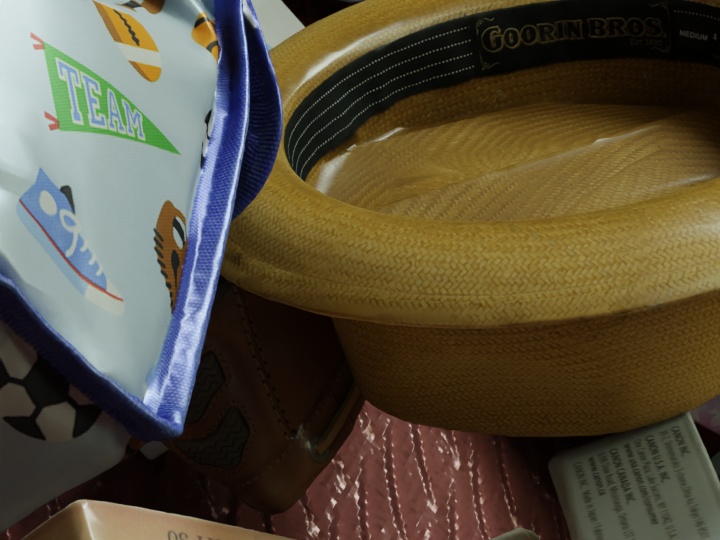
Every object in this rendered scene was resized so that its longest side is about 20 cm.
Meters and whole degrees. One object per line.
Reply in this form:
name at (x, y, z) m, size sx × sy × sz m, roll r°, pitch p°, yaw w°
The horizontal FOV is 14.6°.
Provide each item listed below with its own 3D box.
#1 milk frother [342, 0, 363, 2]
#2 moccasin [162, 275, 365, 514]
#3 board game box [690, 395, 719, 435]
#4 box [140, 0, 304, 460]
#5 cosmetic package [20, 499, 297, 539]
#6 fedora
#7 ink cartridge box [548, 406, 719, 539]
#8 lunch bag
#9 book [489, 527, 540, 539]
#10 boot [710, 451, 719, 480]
milk frother at (0.010, -0.175, 0.955) m, size 0.199 × 0.188 × 0.181 m, roll -10°, pitch 56°, yaw -50°
moccasin at (0.001, -0.001, 0.811) m, size 0.078 × 0.073 × 0.202 m, roll 52°, pitch 29°, yaw -11°
board game box at (0.131, 0.001, 1.006) m, size 0.199 × 0.041 × 0.200 m, roll 28°, pitch 22°, yaw 22°
box at (-0.070, -0.048, 0.867) m, size 0.144 × 0.036 × 0.200 m, roll 47°, pitch 31°, yaw -10°
cosmetic package at (-0.032, 0.163, 0.631) m, size 0.103 × 0.087 × 0.201 m, roll 17°, pitch 44°, yaw -49°
fedora at (0.052, -0.012, 0.728) m, size 0.201 × 0.199 × 0.082 m, roll -70°, pitch 157°, yaw -57°
ink cartridge box at (0.100, 0.153, 0.668) m, size 0.200 × 0.043 × 0.174 m, roll -100°, pitch 169°, yaw -67°
lunch bag at (-0.112, -0.013, 0.628) m, size 0.124 × 0.170 × 0.201 m, roll 44°, pitch 28°, yaw -25°
book at (0.069, 0.172, 0.724) m, size 0.134 × 0.048 × 0.201 m, roll -38°, pitch 106°, yaw -85°
boot at (0.213, 0.095, 0.846) m, size 0.175 × 0.199 × 0.069 m, roll 57°, pitch 24°, yaw -1°
